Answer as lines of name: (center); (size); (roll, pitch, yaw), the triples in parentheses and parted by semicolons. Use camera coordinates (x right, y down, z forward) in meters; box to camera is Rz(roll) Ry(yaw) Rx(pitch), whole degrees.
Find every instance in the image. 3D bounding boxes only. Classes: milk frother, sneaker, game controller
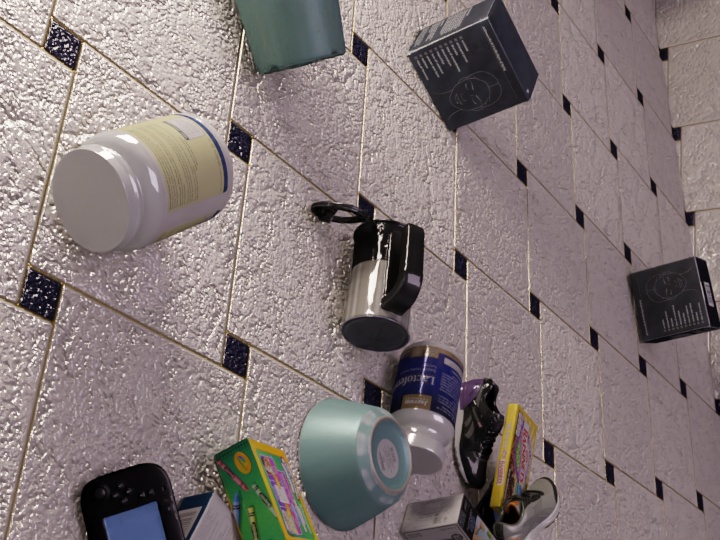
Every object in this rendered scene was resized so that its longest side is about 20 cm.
milk frother: (0.000, 0.000, 1.623); (0.196, 0.181, 0.191); (11, 57, -6)
sneaker: (0.295, 0.424, 1.762); (0.200, 0.073, 0.080); (-39, 115, -48)
game controller: (-0.249, 0.325, 1.133); (0.042, 0.103, 0.203); (154, -79, -81)
game controller: (0.262, 0.438, 1.857); (0.200, 0.041, 0.106); (-39, 128, -56)
sneaker: (0.224, 0.298, 1.844); (0.075, 0.087, 0.204); (22, 59, -50)

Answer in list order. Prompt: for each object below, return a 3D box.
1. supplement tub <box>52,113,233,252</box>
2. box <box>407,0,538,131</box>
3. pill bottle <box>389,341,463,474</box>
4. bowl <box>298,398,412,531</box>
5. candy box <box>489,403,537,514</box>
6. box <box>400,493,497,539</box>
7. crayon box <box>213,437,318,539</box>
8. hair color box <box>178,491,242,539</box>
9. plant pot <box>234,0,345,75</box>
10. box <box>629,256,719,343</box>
supplement tub: (-0.266, -0.109, 1.235); (0.199, 0.143, 0.147); (-30, 101, -56)
box: (0.236, -0.429, 2.074); (0.201, 0.194, 0.125); (57, 37, -24)
pill bottle: (0.107, 0.231, 1.674); (0.116, 0.114, 0.202); (46, 42, -35)
bowl: (0.006, 0.286, 1.511); (0.200, 0.104, 0.204); (30, 52, -47)
candy box: (0.285, 0.360, 1.841); (0.102, 0.026, 0.203); (49, 48, -45)
box: (0.167, 0.468, 1.664); (0.201, 0.115, 0.061); (54, 35, -25)
crayon box: (-0.109, 0.324, 1.278); (0.202, 0.058, 0.119); (65, 9, 24)
hair color box: (-0.167, 0.385, 1.248); (0.201, 0.060, 0.101); (57, 35, -24)
plant pot: (-0.113, -0.423, 1.571); (0.200, 0.198, 0.199); (-29, 108, -56)
box: (0.888, 0.086, 2.813); (0.123, 0.194, 0.204); (10, 68, -55)
